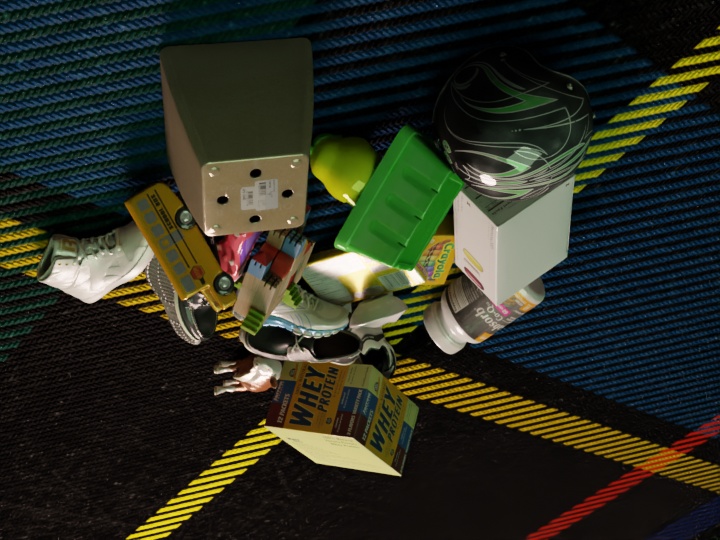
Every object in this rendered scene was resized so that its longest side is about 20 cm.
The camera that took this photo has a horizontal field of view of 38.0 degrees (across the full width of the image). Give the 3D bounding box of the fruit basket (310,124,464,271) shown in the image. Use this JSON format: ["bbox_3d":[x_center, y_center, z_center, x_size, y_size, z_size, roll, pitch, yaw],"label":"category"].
[{"bbox_3d":[0.022,-0.122,1.509,0.214,0.218,0.155,-29,167,18],"label":"fruit basket"}]

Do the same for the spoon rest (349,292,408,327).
[{"bbox_3d":[0.034,0.067,1.712,0.098,0.062,0.200,-18,-174,8],"label":"spoon rest"}]

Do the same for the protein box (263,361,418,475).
[{"bbox_3d":[-0.032,0.266,1.909,0.196,0.137,0.200,2,153,32],"label":"protein box"}]

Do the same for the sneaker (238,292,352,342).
[{"bbox_3d":[-0.112,0.078,1.774,0.196,0.077,0.082,-12,125,-7],"label":"sneaker"}]

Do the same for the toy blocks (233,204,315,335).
[{"bbox_3d":[-0.119,-0.016,1.562,0.099,0.200,0.138,28,126,6],"label":"toy blocks"}]

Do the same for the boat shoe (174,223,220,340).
[{"bbox_3d":[-0.235,0.020,1.581,0.074,0.065,0.203,-26,122,-49],"label":"boat shoe"}]

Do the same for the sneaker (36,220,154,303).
[{"bbox_3d":[-0.389,-0.026,1.530,0.199,0.075,0.115,-36,141,26],"label":"sneaker"}]

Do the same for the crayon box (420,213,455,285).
[{"bbox_3d":[0.086,-0.033,1.709,0.196,0.052,0.127,-3,141,-17],"label":"crayon box"}]

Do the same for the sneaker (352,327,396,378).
[{"bbox_3d":[0.024,0.161,1.901,0.075,0.089,0.201,-21,144,4],"label":"sneaker"}]

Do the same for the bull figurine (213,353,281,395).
[{"bbox_3d":[-0.189,0.177,1.804,0.119,0.066,0.200,-6,175,0],"label":"bull figurine"}]

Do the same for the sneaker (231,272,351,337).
[{"bbox_3d":[-0.111,0.048,1.688,0.196,0.075,0.088,9,118,3],"label":"sneaker"}]

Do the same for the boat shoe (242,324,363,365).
[{"bbox_3d":[-0.093,0.114,1.711,0.196,0.073,0.068,8,172,-10],"label":"boat shoe"}]

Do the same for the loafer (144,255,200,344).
[{"bbox_3d":[-0.281,0.027,1.651,0.070,0.074,0.202,-49,147,-31],"label":"loafer"}]

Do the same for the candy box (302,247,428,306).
[{"bbox_3d":[0.000,0.000,1.657,0.198,0.027,0.103,-15,125,34],"label":"candy box"}]

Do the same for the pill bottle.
[{"bbox_3d":[0.211,0.054,1.809,0.199,0.118,0.116,-37,138,26],"label":"pill bottle"}]

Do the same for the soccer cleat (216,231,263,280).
[{"bbox_3d":[-0.179,-0.048,1.590,0.076,0.067,0.201,-28,158,-32],"label":"soccer cleat"}]

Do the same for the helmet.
[{"bbox_3d":[0.213,-0.191,1.426,0.198,0.190,0.202,-29,142,-26],"label":"helmet"}]

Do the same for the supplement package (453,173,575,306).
[{"bbox_3d":[0.235,-0.075,1.620,0.155,0.111,0.201,-33,145,-17],"label":"supplement package"}]

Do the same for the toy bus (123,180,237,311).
[{"bbox_3d":[-0.251,-0.030,1.486,0.078,0.065,0.202,-31,102,-10],"label":"toy bus"}]

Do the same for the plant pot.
[{"bbox_3d":[-0.151,-0.160,1.361,0.196,0.179,0.201,-6,142,-11],"label":"plant pot"}]
